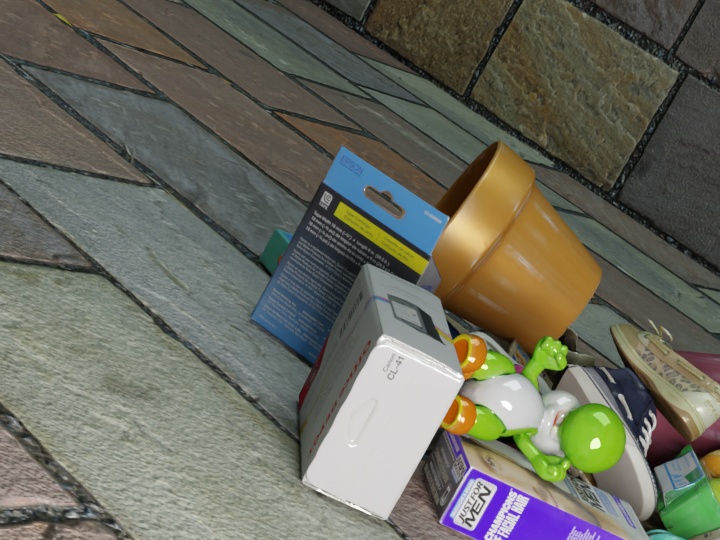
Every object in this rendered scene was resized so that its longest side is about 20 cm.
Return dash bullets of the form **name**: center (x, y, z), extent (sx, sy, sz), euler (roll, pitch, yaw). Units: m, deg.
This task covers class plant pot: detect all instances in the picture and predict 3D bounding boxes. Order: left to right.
- **plant pot**: center (0.164, -0.011, 1.927), extent (0.183, 0.201, 0.200), euler (38, 12, -5)
- **plant pot**: center (0.400, 0.176, 1.959), extent (0.178, 0.202, 0.200), euler (17, 8, 21)

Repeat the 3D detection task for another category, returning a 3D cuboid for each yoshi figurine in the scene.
- **yoshi figurine**: center (0.161, 0.128, 1.527), extent (0.199, 0.113, 0.112), euler (24, 27, -32)

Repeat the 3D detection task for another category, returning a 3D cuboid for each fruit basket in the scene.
- **fruit basket**: center (0.393, 0.210, 1.754), extent (0.094, 0.199, 0.185), euler (54, 10, -11)

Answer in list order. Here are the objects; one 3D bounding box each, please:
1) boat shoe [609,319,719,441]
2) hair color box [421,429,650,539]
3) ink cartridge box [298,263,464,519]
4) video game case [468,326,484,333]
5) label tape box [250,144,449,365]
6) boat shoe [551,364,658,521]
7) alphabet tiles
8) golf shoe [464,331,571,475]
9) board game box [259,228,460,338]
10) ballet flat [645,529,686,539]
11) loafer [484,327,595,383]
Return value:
- **boat shoe**: center (0.335, 0.112, 1.871), extent (0.074, 0.062, 0.200), euler (59, -2, -36)
- **hair color box**: center (0.160, 0.216, 1.536), extent (0.199, 0.065, 0.109), euler (25, 14, -14)
- **ink cartridge box**: center (0.013, 0.100, 1.472), extent (0.085, 0.149, 0.200), euler (25, 15, -12)
- **video game case**: center (0.246, 0.142, 2.084), extent (0.199, 0.022, 0.182), euler (20, 17, -37)
- **label tape box**: center (0.000, 0.000, 1.693), extent (0.144, 0.201, 0.063), euler (35, 14, 23)
- **boat shoe**: center (0.283, 0.175, 1.801), extent (0.092, 0.075, 0.201), euler (-2, 46, -26)
- **alphabet tiles**: center (0.206, 0.153, 1.830), extent (0.167, 0.006, 0.200), euler (56, 12, -2)
- **golf shoe**: center (0.142, 0.124, 1.655), extent (0.201, 0.072, 0.093), euler (56, 28, -34)
- **board game box**: center (0.002, 0.032, 1.922), extent (0.199, 0.045, 0.152), euler (20, 17, -35)
- **ballet flat**: center (0.340, 0.307, 1.611), extent (0.199, 0.067, 0.071), euler (24, 38, -22)
- **loafer**: center (0.218, 0.088, 2.026), extent (0.075, 0.069, 0.200), euler (17, 18, -40)
